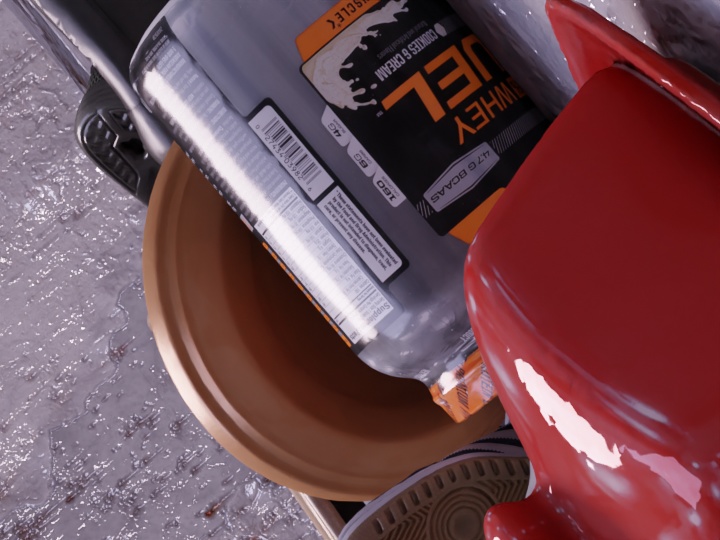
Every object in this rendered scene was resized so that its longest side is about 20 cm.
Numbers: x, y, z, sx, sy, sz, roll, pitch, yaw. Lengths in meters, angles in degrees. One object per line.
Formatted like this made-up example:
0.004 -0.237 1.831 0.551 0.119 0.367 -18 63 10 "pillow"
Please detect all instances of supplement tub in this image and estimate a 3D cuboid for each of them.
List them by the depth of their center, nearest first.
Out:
0.010 -0.045 0.906 0.200 0.122 0.123 49 174 1 "supplement tub"

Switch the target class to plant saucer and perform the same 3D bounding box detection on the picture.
0.000 0.000 0.993 0.201 0.200 0.037 51 151 -11 "plant saucer"

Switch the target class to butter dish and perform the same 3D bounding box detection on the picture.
0.102 0.048 0.688 0.200 0.148 0.200 44 171 43 "butter dish"

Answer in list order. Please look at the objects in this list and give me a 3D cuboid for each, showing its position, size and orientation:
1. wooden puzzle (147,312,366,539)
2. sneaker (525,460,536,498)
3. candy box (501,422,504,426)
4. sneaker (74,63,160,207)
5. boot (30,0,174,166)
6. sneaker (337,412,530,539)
-0.039 0.093 1.203 0.200 0.037 0.185 50 175 -1 "wooden puzzle"
0.098 0.074 0.815 0.075 0.202 0.088 26 163 -26 "sneaker"
0.043 0.014 1.277 0.200 0.071 0.168 43 170 48 "candy box"
-0.076 -0.065 1.196 0.200 0.076 0.115 48 -145 -40 "sneaker"
-0.086 -0.131 1.067 0.138 0.077 0.200 48 -160 -17 "boot"
0.062 0.087 0.944 0.108 0.199 0.071 16 125 64 "sneaker"
